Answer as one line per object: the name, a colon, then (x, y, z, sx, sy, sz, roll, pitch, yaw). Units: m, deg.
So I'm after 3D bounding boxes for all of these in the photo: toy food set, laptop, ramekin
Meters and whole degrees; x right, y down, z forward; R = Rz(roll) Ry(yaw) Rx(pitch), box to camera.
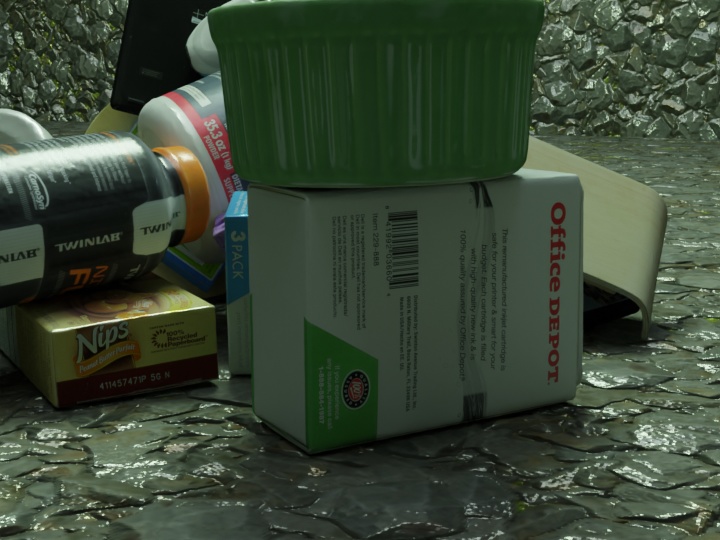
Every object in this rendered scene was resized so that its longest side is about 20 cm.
toy food set: (0.152, -0.033, 0.956, 0.197, 0.061, 0.144, 23, 42, 4)
laptop: (-0.138, -0.211, 1.103, 0.184, 0.204, 0.116, 13, -12, -22)
ramekin: (0.010, -0.105, 0.696, 0.196, 0.100, 0.200, -2, 9, 0)

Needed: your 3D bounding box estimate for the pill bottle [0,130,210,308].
pill bottle: (-0.203, -0.039, 0.812, 0.198, 0.108, 0.105, -14, 17, -37)

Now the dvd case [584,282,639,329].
dvd case: (0.125, -0.021, 0.980, 0.141, 0.018, 0.200, -10, 45, -42)

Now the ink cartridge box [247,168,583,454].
ink cartridge box: (0.036, 0.016, 0.724, 0.197, 0.149, 0.084, -6, 11, -30)

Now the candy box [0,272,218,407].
candy box: (-0.191, 0.038, 0.847, 0.114, 0.056, 0.199, -7, 13, -28)

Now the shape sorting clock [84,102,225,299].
shape sorting clock: (-0.159, -0.073, 1.060, 0.196, 0.204, 0.039, -3, -7, -15)

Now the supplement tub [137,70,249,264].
supplement tub: (-0.070, -0.106, 0.966, 0.198, 0.142, 0.140, -27, 20, -20)

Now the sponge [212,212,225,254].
sponge: (0.000, -0.037, 0.871, 0.198, 0.112, 0.030, -29, 28, 16)

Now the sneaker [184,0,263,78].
sneaker: (-0.061, -0.227, 1.000, 0.197, 0.076, 0.087, -24, -15, -1)

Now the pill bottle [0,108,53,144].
pill bottle: (-0.300, -0.061, 1.087, 0.109, 0.113, 0.200, 1, -14, 8)

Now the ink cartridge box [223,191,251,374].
ink cartridge box: (0.006, 0.008, 0.828, 0.196, 0.117, 0.068, -1, 18, 0)
